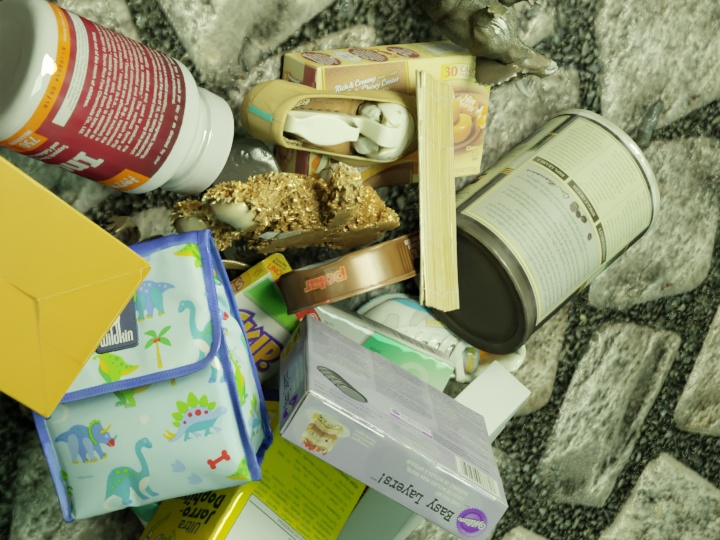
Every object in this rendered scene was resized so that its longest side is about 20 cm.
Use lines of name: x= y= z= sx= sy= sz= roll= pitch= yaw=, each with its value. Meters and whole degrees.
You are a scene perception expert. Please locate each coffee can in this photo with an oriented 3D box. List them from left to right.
coffee can: x=0.162 y=-0.038 z=1.625 sx=0.200 sy=0.146 sz=0.147 roll=-38 pitch=129 yaw=-29

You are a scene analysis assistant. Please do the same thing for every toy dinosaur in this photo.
toy dinosaur: x=-0.182 y=0.005 z=1.465 sx=0.199 sy=0.058 sz=0.102 roll=-26 pitch=139 yaw=-17
toy dinosaur: x=0.090 y=-0.231 z=1.512 sx=0.200 sy=0.102 sz=0.077 roll=44 pitch=53 yaw=0

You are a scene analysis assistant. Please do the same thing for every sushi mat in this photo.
sushi mat: x=0.065 y=-0.066 z=1.489 sx=0.096 sy=0.012 sz=0.202 roll=15 pitch=74 yaw=-72

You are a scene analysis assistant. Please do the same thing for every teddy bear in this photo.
teddy bear: x=-0.061 y=-0.055 z=1.422 sx=0.198 sy=0.145 sz=0.067 roll=-8 pitch=75 yaw=-25

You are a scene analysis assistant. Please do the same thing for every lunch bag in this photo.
lunch bag: x=-0.174 y=0.079 z=1.382 sx=0.168 sy=0.128 sz=0.202 roll=-12 pitch=102 yaw=5

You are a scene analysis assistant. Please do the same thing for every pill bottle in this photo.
pill bottle: x=-0.197 y=-0.126 z=1.342 sx=0.199 sy=0.113 sz=0.114 roll=20 pitch=97 yaw=-41

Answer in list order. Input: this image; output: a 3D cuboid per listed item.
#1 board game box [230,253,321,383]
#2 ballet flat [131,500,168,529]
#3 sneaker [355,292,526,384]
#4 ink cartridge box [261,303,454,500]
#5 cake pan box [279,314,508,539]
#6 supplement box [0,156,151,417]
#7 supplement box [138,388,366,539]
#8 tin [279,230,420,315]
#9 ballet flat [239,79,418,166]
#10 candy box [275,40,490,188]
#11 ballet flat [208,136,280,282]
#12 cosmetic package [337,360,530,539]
board game box: x=-0.129 y=0.074 z=1.495 sx=0.199 sy=0.030 sz=0.096 roll=-36 pitch=128 yaw=-7
ballet flat: x=-0.153 y=0.217 z=1.564 sx=0.199 sy=0.068 sz=0.071 roll=23 pitch=120 yaw=-32
sneaker: x=0.068 y=0.068 z=1.662 sx=0.198 sy=0.081 sz=0.077 roll=-5 pitch=114 yaw=-35
ink cartridge box: x=-0.030 y=0.137 z=1.595 sx=0.160 sy=0.050 sz=0.201 roll=24 pitch=98 yaw=-22
cake pan box: x=0.027 y=0.129 z=1.437 sx=0.199 sy=0.184 sz=0.053 roll=30 pitch=106 yaw=-13
supplement box: x=-0.296 y=-0.027 z=1.250 sx=0.197 sy=0.199 sz=0.133 roll=39 pitch=84 yaw=-42
supplement box: x=-0.095 y=0.212 z=1.491 sx=0.109 sy=0.109 sz=0.201 roll=45 pitch=63 yaw=-27
tin: x=0.000 y=0.000 z=1.492 sx=0.042 sy=0.111 sz=0.200 roll=69 pitch=19 yaw=0
ballet flat: x=-0.008 y=-0.116 z=1.456 sx=0.199 sy=0.063 sz=0.069 roll=1 pitch=109 yaw=-37
candy box: x=0.022 y=-0.137 z=1.549 sx=0.199 sy=0.055 sz=0.117 roll=-9 pitch=115 yaw=-35
ballet flat: x=-0.096 y=-0.021 z=1.521 sx=0.067 sy=0.046 sz=0.202 roll=-7 pitch=111 yaw=-6
cosmetic package: x=0.060 y=0.188 z=1.617 sx=0.200 sy=0.052 sz=0.151 roll=-39 pitch=164 yaw=-44
